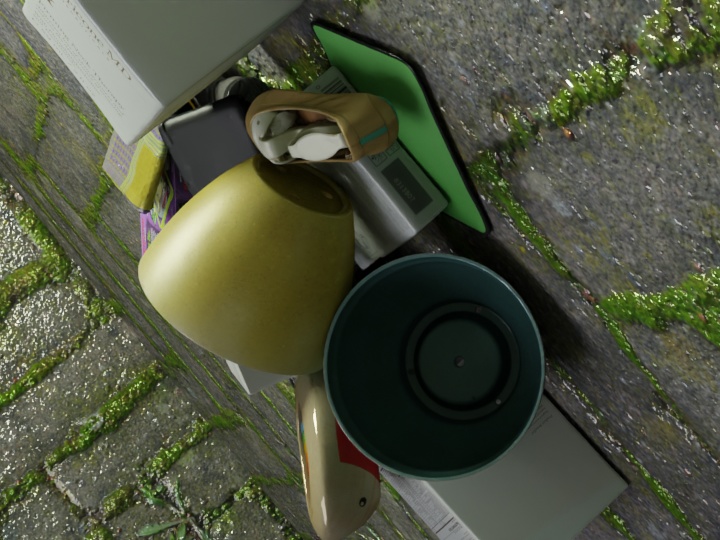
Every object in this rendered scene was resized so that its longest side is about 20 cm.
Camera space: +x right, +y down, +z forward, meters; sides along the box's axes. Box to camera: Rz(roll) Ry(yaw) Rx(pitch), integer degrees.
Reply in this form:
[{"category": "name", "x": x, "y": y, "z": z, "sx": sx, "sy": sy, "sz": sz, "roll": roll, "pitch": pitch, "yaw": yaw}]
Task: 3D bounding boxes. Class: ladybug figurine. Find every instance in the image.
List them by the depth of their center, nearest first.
[{"category": "ladybug figurine", "x": -0.023, "y": 0.178, "z": 1.568, "sx": 0.136, "sy": 0.072, "sz": 0.200, "roll": 93, "pitch": 169, "yaw": -51}]

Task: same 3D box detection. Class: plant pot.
[{"category": "plant pot", "x": -0.084, "y": -0.022, "z": 1.419, "sx": 0.200, "sy": 0.142, "sz": 0.200, "roll": 24, "pitch": -156, "yaw": -11}, {"category": "plant pot", "x": 0.080, "y": 0.086, "z": 1.428, "sx": 0.200, "sy": 0.200, "sz": 0.134, "roll": 47, "pitch": -170, "yaw": 12}]

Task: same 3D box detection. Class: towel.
[{"category": "towel", "x": -0.236, "y": -0.174, "z": 1.694, "sx": 0.144, "sy": 0.023, "sz": 0.201, "roll": 49, "pitch": 128, "yaw": 52}]

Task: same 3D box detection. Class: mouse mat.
[{"category": "mouse mat", "x": 0.035, "y": -0.124, "z": 1.358, "sx": 0.161, "sy": 0.008, "sz": 0.200, "roll": 32, "pitch": 156, "yaw": 49}]

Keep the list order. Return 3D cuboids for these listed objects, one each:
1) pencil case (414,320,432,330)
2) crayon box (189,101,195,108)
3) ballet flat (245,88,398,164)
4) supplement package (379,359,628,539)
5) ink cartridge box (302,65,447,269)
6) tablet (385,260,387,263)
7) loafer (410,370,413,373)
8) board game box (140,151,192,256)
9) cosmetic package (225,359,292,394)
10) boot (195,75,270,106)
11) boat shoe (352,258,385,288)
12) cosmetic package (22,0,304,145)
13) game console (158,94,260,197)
[{"category": "pencil case", "x": 0.028, "y": 0.073, "z": 1.604, "sx": 0.090, "sy": 0.078, "sz": 0.200, "roll": 64, "pitch": 152, "yaw": 24}, {"category": "crayon box", "x": -0.224, "y": -0.163, "z": 1.905, "sx": 0.127, "sy": 0.051, "sz": 0.200, "roll": 56, "pitch": 164, "yaw": -22}, {"category": "ballet flat", "x": -0.051, "y": -0.120, "z": 1.333, "sx": 0.200, "sy": 0.063, "sz": 0.069, "roll": 0, "pitch": 122, "yaw": 51}, {"category": "supplement package", "x": 0.133, "y": 0.204, "z": 1.571, "sx": 0.200, "sy": 0.152, "sz": 0.151, "roll": 47, "pitch": 165, "yaw": 9}, {"category": "ink cartridge box", "x": -0.010, "y": -0.090, "z": 1.458, "sx": 0.163, "sy": 0.057, "sz": 0.200, "roll": 50, "pitch": 167, "yaw": -1}, {"category": "tablet", "x": 0.034, "y": 0.041, "z": 1.732, "sx": 0.130, "sy": 0.014, "sz": 0.200, "roll": 44, "pitch": 162, "yaw": 24}, {"category": "loafer", "x": 0.103, "y": 0.175, "z": 1.728, "sx": 0.200, "sy": 0.076, "sz": 0.068, "roll": 51, "pitch": 154, "yaw": -7}, {"category": "board game box", "x": -0.217, "y": -0.078, "z": 1.741, "sx": 0.120, "sy": 0.032, "sz": 0.201, "roll": 31, "pitch": 127, "yaw": 53}, {"category": "cosmetic package", "x": -0.095, "y": 0.062, "z": 1.629, "sx": 0.200, "sy": 0.107, "sz": 0.085, "roll": -165, "pitch": 52, "yaw": -81}, {"category": "boot", "x": -0.103, "y": -0.125, "z": 1.653, "sx": 0.132, "sy": 0.070, "sz": 0.200, "roll": 22, "pitch": 137, "yaw": 64}, {"category": "boat shoe", "x": -0.004, "y": 0.004, "z": 1.617, "sx": 0.075, "sy": 0.075, "sz": 0.203, "roll": 29, "pitch": 150, "yaw": 20}, {"category": "cosmetic package", "x": -0.183, "y": -0.239, "z": 1.399, "sx": 0.168, "sy": 0.166, "sz": 0.200, "roll": 52, "pitch": 163, "yaw": -6}, {"category": "game console", "x": -0.111, "y": -0.087, "z": 1.590, "sx": 0.176, "sy": 0.116, "sz": 0.200, "roll": -14, "pitch": 108, "yaw": 40}]
